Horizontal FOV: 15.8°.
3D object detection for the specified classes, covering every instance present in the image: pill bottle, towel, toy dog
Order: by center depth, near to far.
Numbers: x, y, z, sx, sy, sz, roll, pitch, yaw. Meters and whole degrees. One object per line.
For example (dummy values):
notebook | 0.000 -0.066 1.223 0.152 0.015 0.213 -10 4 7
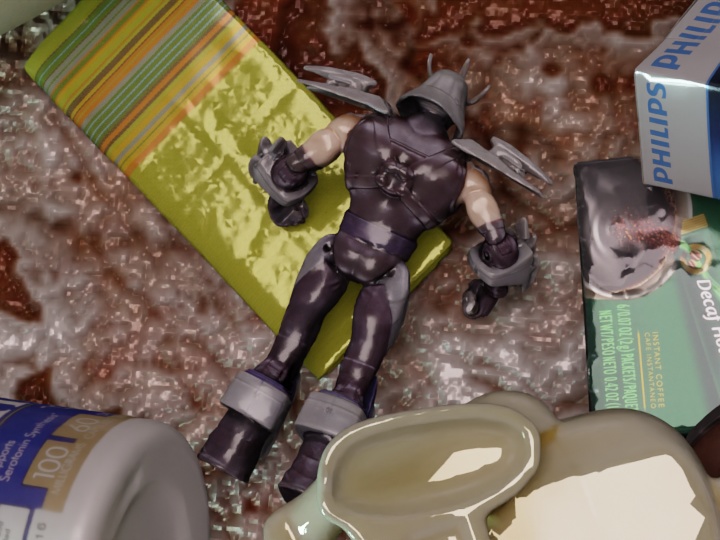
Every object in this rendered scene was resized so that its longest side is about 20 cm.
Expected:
toy dog | 0.055 0.101 0.997 0.193 0.200 0.140 -28 90 -10
pill bottle | -0.174 0.109 1.066 0.199 0.120 0.120 6 80 22
towel | -0.055 -0.052 1.140 0.086 0.018 0.200 -45 77 4

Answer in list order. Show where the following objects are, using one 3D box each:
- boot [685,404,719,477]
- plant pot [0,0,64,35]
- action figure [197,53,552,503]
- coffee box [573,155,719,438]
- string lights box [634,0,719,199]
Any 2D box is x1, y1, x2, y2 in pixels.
boot | 0.217 0.125 0.965 0.187 0.069 0.201 0 43 3
plant pot | -0.142 -0.194 1.109 0.199 0.187 0.188 -18 77 -9
action figure | 0.000 0.000 1.082 0.130 0.069 0.201 24 84 20
coffee box | 0.191 0.006 1.075 0.199 0.044 0.124 -4 78 7
string lights box | 0.220 -0.065 1.024 0.199 0.059 0.103 14 42 30
